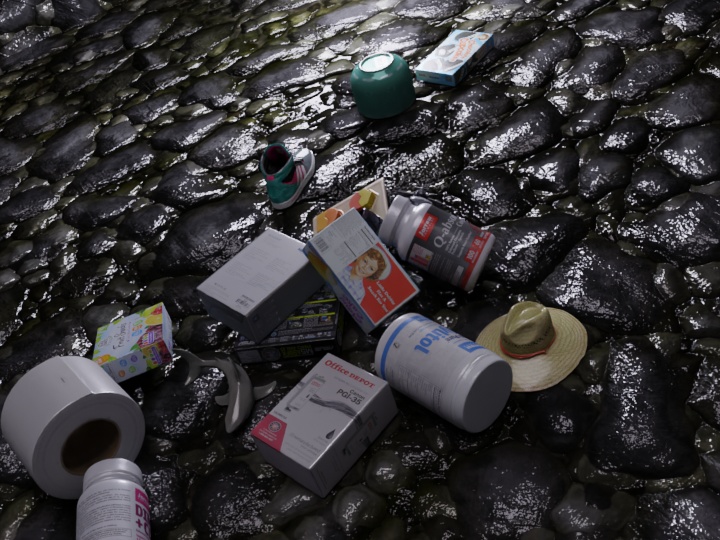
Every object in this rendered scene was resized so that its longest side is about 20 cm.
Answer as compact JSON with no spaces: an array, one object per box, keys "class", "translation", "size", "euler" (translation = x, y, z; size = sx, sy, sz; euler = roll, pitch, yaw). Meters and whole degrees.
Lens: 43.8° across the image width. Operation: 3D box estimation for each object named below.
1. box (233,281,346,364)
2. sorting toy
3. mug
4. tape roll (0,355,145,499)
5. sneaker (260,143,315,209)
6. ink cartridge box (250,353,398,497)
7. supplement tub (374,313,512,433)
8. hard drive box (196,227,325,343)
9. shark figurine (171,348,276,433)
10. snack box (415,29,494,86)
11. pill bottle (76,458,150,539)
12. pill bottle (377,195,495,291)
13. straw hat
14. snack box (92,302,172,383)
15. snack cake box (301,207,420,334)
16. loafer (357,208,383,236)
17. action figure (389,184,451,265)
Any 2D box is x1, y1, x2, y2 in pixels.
[{"class":"box","translation":[-0.129,0.096,1.698],"size":[0.198,0.044,0.161],"euler":[-8,41,12]},{"class":"sorting toy","translation":[-0.025,-0.097,1.838],"size":[0.184,0.037,0.201],"euler":[-29,35,20]},{"class":"mug","translation":[0.040,-0.468,2.215],"size":[0.184,0.115,0.152],"euler":[19,53,36]},{"class":"tape roll","translation":[-0.487,0.265,1.521],"size":[0.202,0.204,0.139],"euler":[-38,44,-22]},{"class":"sneaker","translation":[-0.169,-0.247,2.039],"size":[0.083,0.121,0.201],"euler":[0,43,21]},{"class":"ink cartridge box","translation":[-0.057,0.247,1.469],"size":[0.146,0.083,0.200],"euler":[21,54,38]},{"class":"supplement tub","translation":[0.132,0.163,1.457],"size":[0.199,0.133,0.132],"euler":[25,56,40]},{"class":"hard drive box","translation":[-0.184,0.024,1.705],"size":[0.155,0.077,0.200],"euler":[25,56,39]},{"class":"shark figurine","translation":[-0.242,0.183,1.611],"size":[0.128,0.090,0.214],"euler":[-34,44,-20]},{"class":"snack box","translation":[0.242,-0.544,2.284],"size":[0.116,0.037,0.200],"euler":[18,52,35]},{"class":"pill bottle","translation":[-0.385,0.401,1.397],"size":[0.113,0.114,0.201],"euler":[-19,40,-1]},{"class":"pill bottle","translation":[0.139,-0.054,1.655],"size":[0.199,0.116,0.116],"euler":[26,52,8]},{"class":"straw hat","translation":[0.279,0.101,1.505],"size":[0.199,0.085,0.202],"euler":[-10,41,9]},{"class":"snack box","translation":[-0.434,0.140,1.714],"size":[0.141,0.053,0.200],"euler":[-24,21,-5]},{"class":"snack cake box","translation":[0.000,0.000,1.651],"size":[0.115,0.067,0.200],"euler":[-36,86,-23]},{"class":"loafer","translation":[-0.049,-0.066,1.757],"size":[0.199,0.063,0.072],"euler":[-26,44,23]},{"class":"action figure","translation":[0.116,-0.100,1.800],"size":[0.129,0.070,0.201],"euler":[9,53,3]}]
